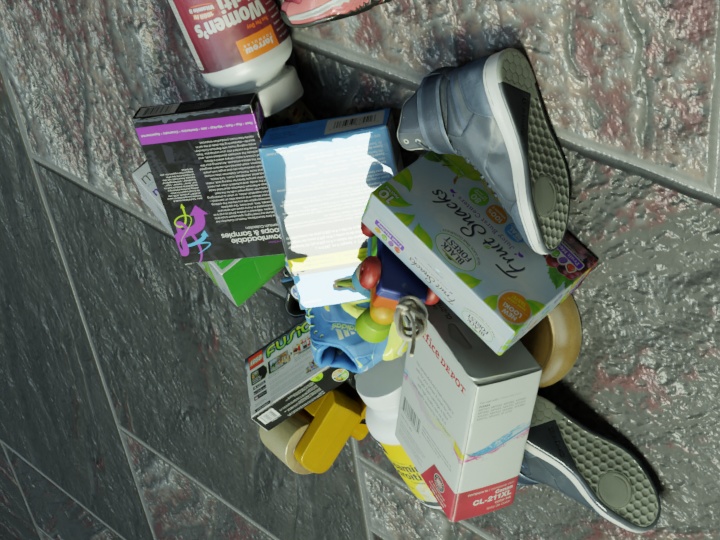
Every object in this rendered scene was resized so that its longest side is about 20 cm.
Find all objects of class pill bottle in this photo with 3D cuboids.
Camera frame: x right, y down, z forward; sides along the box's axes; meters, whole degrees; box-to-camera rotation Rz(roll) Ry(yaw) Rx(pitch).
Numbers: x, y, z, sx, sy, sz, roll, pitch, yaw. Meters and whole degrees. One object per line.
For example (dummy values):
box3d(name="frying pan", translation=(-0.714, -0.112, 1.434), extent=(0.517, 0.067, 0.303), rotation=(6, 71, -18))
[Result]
box3d(name="pill bottle", translation=(0.075, 0.191, 1.566), extent=(0.112, 0.112, 0.200), rotation=(11, 143, 48))
box3d(name="pill bottle", translation=(-0.142, -0.272, 1.430), extent=(0.110, 0.110, 0.200), rotation=(4, 124, 51))

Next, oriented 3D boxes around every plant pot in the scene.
box3d(name="plant pot", translation=(0.145, 0.053, 1.409), extent=(0.200, 0.027, 0.200), rotation=(19, 127, 27))

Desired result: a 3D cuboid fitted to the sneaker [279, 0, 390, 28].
box3d(name="sneaker", translation=(-0.014, -0.302, 1.291), extent=(0.200, 0.074, 0.087), rotation=(-7, 102, 51))

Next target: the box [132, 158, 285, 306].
box3d(name="box", translation=(-0.192, -0.062, 1.654), extent=(0.176, 0.097, 0.200), rotation=(48, 172, 11))

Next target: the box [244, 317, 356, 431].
box3d(name="box", translation=(-0.052, 0.102, 1.577), extent=(0.035, 0.200, 0.110), rotation=(44, -160, -34))

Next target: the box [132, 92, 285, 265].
box3d(name="box", translation=(-0.162, -0.101, 1.465), extent=(0.143, 0.036, 0.200), rotation=(-5, 123, 15))

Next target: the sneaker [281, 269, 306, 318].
box3d(name="sneaker", translation=(-0.043, 0.006, 1.596), extent=(0.079, 0.089, 0.200), rotation=(46, 145, 11))

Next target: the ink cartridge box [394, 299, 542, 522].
box3d(name="ink cartridge box", translation=(0.112, 0.143, 1.374), extent=(0.146, 0.083, 0.200), rotation=(-125, 32, -45))

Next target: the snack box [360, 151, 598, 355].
box3d(name="snack box", translation=(0.119, -0.031, 1.295), extent=(0.200, 0.142, 0.053), rotation=(44, 147, 14))

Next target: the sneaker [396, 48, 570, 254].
box3d(name="sneaker", translation=(0.119, -0.109, 1.266), extent=(0.146, 0.077, 0.203), rotation=(-6, 107, 42))

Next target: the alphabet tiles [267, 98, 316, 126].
box3d(name="alphabet tiles", translation=(-0.081, -0.129, 1.592), extent=(0.166, 0.006, 0.200), rotation=(51, 149, 2))

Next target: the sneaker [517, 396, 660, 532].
box3d(name="sneaker", translation=(0.236, 0.231, 1.457), extent=(0.202, 0.077, 0.146), rotation=(40, 155, 8))

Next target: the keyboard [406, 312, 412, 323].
box3d(name="keyboard", translation=(0.000, 0.000, 1.489), extent=(0.200, 0.011, 0.056), rotation=(39, 152, 24))

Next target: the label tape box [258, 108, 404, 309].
box3d(name="label tape box", translation=(-0.018, -0.067, 1.426), extent=(0.144, 0.063, 0.200), rotation=(-8, 116, 9))

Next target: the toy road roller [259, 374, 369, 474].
box3d(name="toy road roller", translation=(-0.018, 0.174, 1.641), extent=(0.146, 0.200, 0.123), rotation=(35, 178, -35))

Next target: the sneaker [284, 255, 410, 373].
box3d(name="sneaker", translation=(-0.038, 0.046, 1.477), extent=(0.200, 0.105, 0.076), rotation=(35, 149, 31))

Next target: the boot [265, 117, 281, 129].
box3d(name="boot", translation=(-0.084, -0.104, 1.562), extent=(0.200, 0.077, 0.138), rotation=(37, 154, 37))

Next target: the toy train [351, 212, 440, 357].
box3d(name="toy train", translation=(0.027, 0.037, 1.321), extent=(0.085, 0.200, 0.116), rotation=(14, 139, -14))
